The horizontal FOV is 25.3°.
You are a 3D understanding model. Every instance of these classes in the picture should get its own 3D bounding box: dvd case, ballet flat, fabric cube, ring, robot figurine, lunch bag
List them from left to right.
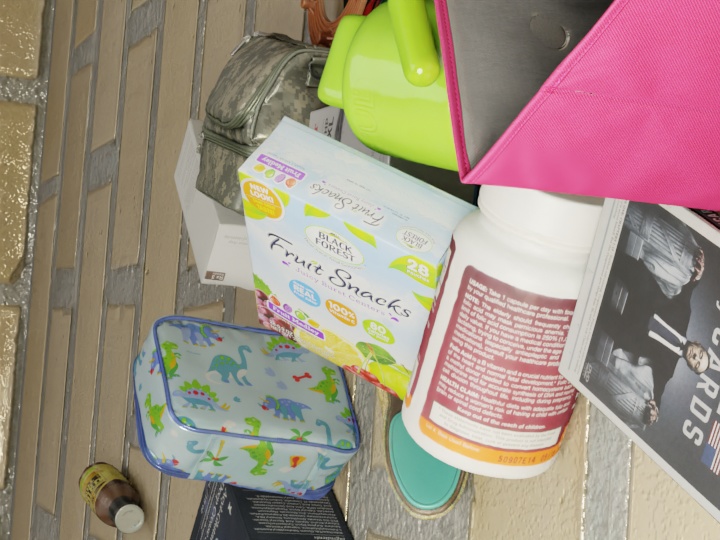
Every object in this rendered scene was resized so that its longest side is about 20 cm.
[{"bbox_3d":[-0.106,0.121,1.468,0.083,0.199,0.161,-59,34,34],"label":"lunch bag"},{"bbox_3d":[-0.073,-0.139,1.531,0.200,0.139,0.168,-147,66,-69],"label":"lunch bag"},{"bbox_3d":[-0.021,-0.304,1.537,0.200,0.019,0.201,-172,90,-71],"label":"ring"},{"bbox_3d":[0.046,0.118,1.283,0.071,0.070,0.200,121,146,-47],"label":"ballet flat"},{"bbox_3d":[0.068,-0.130,1.139,0.200,0.175,0.116,16,83,37],"label":"robot figurine"},{"bbox_3d":[0.169,-0.164,0.850,0.200,0.199,0.197,129,142,-55],"label":"fabric cube"},{"bbox_3d":[0.192,0.042,0.930,0.200,0.025,0.151,46,130,52],"label":"dvd case"}]

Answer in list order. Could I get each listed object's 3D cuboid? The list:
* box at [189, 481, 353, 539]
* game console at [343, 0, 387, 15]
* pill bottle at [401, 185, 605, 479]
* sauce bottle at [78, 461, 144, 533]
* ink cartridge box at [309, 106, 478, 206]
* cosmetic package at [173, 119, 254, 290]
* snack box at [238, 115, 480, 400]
[{"bbox_3d":[-0.083,0.281,1.494,0.200,0.107,0.149,-120,42,-55],"label":"box"},{"bbox_3d":[0.031,-0.332,1.478,0.200,0.031,0.177,139,136,-59],"label":"game console"},{"bbox_3d":[0.106,0.027,1.074,0.114,0.114,0.201,-123,44,-58],"label":"pill bottle"},{"bbox_3d":[-0.335,0.311,2.180,0.200,0.065,0.065,-165,82,-68],"label":"sauce bottle"},{"bbox_3d":[0.021,-0.069,1.352,0.200,0.083,0.146,179,96,-69],"label":"ink cartridge box"},{"bbox_3d":[-0.122,-0.068,1.679,0.200,0.112,0.081,-115,37,-50],"label":"cosmetic package"},{"bbox_3d":[0.000,0.000,1.197,0.068,0.168,0.200,-52,-23,-30],"label":"snack box"}]
